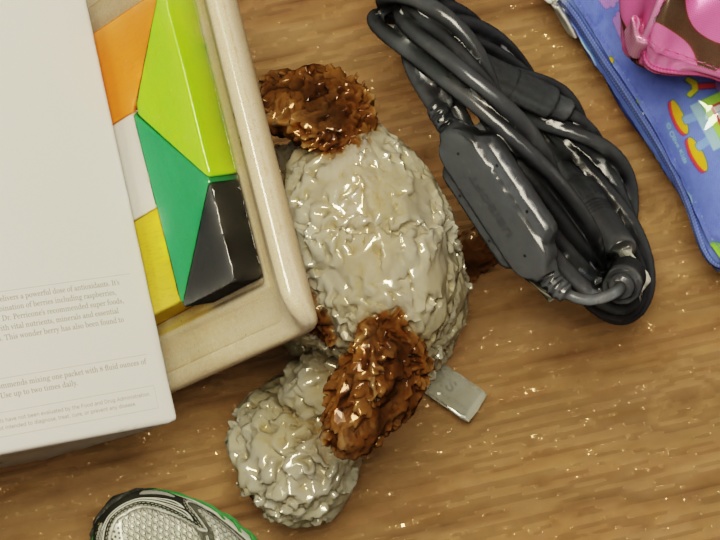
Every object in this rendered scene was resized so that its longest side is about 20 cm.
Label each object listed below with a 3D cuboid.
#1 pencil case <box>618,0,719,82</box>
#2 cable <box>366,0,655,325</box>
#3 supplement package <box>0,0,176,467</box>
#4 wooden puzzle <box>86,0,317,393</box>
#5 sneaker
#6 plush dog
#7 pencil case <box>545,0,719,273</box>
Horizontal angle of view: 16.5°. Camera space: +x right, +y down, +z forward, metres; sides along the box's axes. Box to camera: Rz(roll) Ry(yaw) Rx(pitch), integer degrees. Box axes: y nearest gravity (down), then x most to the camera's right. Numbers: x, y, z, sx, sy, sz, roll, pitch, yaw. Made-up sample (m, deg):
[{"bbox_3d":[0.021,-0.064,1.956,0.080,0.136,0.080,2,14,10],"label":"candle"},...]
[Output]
[{"bbox_3d":[0.208,-0.100,1.108,0.200,0.091,0.094,19,82,-10],"label":"pencil case"},{"bbox_3d":[0.074,-0.066,1.131,0.051,0.163,0.200,-38,80,22],"label":"cable"},{"bbox_3d":[-0.179,-0.013,1.086,0.121,0.120,0.200,-8,83,-38],"label":"supplement package"},{"bbox_3d":[-0.096,-0.041,1.098,0.037,0.200,0.185,-9,80,-33],"label":"wooden puzzle"},{"bbox_3d":[-0.048,0.178,1.118,0.078,0.085,0.200,-40,84,-8],"label":"sneaker"},{"bbox_3d":[0.000,0.000,1.105,0.160,0.172,0.200,-16,81,-6],"label":"plush dog"},{"bbox_3d":[0.158,-0.089,1.175,0.087,0.078,0.200,-29,83,-9],"label":"pencil case"}]
